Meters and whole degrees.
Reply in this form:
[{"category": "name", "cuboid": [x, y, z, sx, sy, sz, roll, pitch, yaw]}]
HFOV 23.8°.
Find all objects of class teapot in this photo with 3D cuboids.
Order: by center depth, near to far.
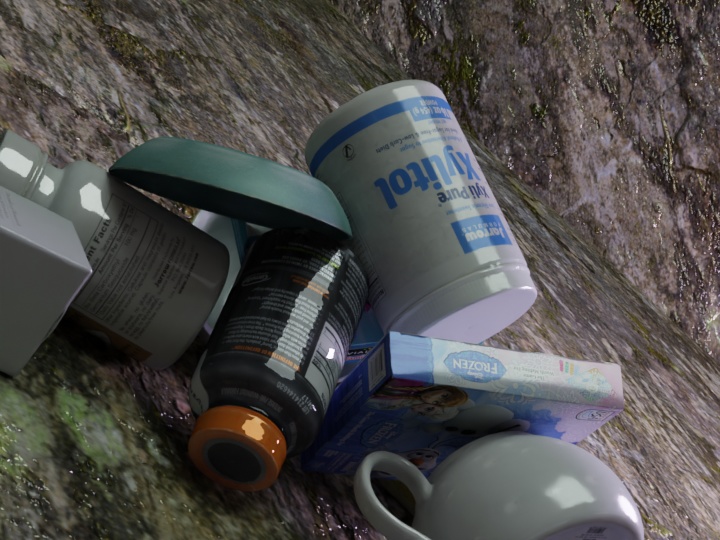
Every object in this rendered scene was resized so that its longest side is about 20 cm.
[{"category": "teapot", "cuboid": [0.108, 0.194, 1.314, 0.146, 0.196, 0.201, 55, -12, 39]}]

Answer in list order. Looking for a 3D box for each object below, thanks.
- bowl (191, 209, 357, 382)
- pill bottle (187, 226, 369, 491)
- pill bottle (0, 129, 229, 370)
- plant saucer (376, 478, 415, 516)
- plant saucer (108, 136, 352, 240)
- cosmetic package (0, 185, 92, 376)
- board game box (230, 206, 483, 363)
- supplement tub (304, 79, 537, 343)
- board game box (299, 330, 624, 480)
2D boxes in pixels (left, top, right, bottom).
[{"category": "bowl", "cuboid": [-0.073, 0.025, 1.516, 0.199, 0.090, 0.203, 9, 61, -17]}, {"category": "pill bottle", "cuboid": [-0.067, 0.070, 1.305, 0.106, 0.106, 0.201, 35, 46, -14]}, {"category": "pill bottle", "cuboid": [-0.210, -0.019, 1.321, 0.199, 0.115, 0.115, 32, 14, -18]}, {"category": "plant saucer", "cuboid": [0.099, 0.210, 1.540, 0.200, 0.048, 0.200, 43, 14, 16]}, {"category": "plant saucer", "cuboid": [-0.097, -0.067, 1.336, 0.198, 0.036, 0.200, 14, -5, 1]}, {"category": "cosmetic package", "cuboid": [-0.291, -0.019, 1.142, 0.199, 0.102, 0.074, 30, 17, -37]}, {"category": "board game box", "cuboid": [0.000, 0.000, 1.468, 0.198, 0.047, 0.152, -6, 67, -18]}, {"category": "supplement tub", "cuboid": [0.047, -0.041, 1.399, 0.132, 0.131, 0.201, 12, 49, -62]}, {"category": "board game box", "cuboid": [0.076, 0.118, 1.363, 0.197, 0.200, 0.044, 8, 62, -20]}]
